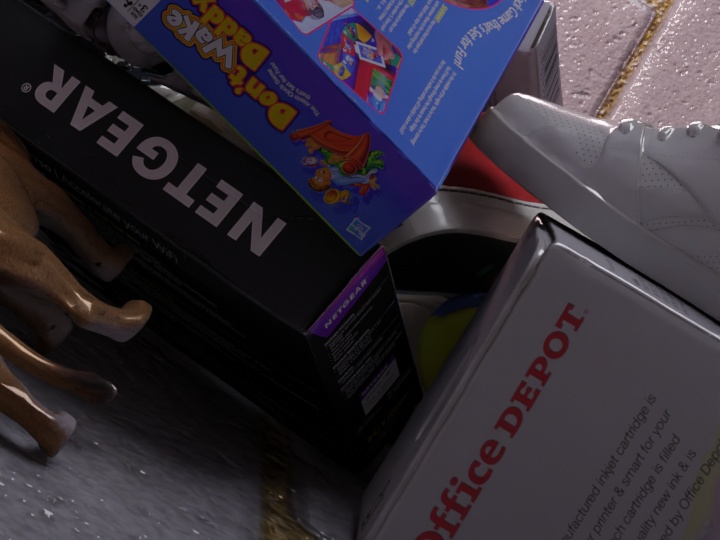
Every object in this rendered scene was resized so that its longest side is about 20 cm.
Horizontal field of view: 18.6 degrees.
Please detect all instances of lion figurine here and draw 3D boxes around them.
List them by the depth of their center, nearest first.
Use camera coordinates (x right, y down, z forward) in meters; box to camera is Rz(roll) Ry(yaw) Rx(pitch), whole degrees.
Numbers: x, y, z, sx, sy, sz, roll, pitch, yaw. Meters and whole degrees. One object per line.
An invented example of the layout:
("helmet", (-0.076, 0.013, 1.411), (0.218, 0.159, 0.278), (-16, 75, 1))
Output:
("lion figurine", (-0.140, -0.014, 0.789), (0.122, 0.073, 0.200), (43, -2, -18))

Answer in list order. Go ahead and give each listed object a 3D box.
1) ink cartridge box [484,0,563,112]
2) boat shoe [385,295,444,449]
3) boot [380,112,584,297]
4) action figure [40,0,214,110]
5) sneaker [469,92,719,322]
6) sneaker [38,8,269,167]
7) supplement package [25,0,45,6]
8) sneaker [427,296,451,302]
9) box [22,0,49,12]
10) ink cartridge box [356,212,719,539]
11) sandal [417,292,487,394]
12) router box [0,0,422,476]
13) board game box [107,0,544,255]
("ink cartridge box", (0.014, -0.086, 1.187), (0.198, 0.041, 0.200), (15, -32, 18))
("boat shoe", (-0.017, 0.030, 1.013), (0.199, 0.072, 0.060), (24, -37, 31))
("boot", (0.049, -0.057, 0.961), (0.199, 0.072, 0.145), (15, 49, -52))
("action figure", (-0.099, -0.124, 0.893), (0.130, 0.069, 0.200), (44, 0, -27))
("sneaker", (0.146, -0.044, 0.841), (0.199, 0.116, 0.074), (32, 11, 19))
("sneaker", (-0.090, -0.059, 1.005), (0.198, 0.087, 0.078), (19, 32, 17))
("supplement package", (-0.082, -0.173, 1.070), (0.198, 0.118, 0.117), (14, -4, 20))
("sneaker", (0.000, 0.000, 1.076), (0.199, 0.081, 0.074), (20, 2, 32))
("box", (-0.158, -0.109, 1.134), (0.198, 0.038, 0.137), (15, -2, 12))
("ink cartridge box", (0.117, 0.091, 0.847), (0.199, 0.148, 0.086), (31, 9, -3))
("sandal", (0.117, 0.060, 0.931), (0.198, 0.080, 0.087), (22, 23, -5))
("router box", (-0.071, -0.012, 0.900), (0.199, 0.051, 0.149), (34, -17, 21))
("board game box", (-0.003, -0.113, 0.851), (0.134, 0.045, 0.200), (45, 35, -10))
